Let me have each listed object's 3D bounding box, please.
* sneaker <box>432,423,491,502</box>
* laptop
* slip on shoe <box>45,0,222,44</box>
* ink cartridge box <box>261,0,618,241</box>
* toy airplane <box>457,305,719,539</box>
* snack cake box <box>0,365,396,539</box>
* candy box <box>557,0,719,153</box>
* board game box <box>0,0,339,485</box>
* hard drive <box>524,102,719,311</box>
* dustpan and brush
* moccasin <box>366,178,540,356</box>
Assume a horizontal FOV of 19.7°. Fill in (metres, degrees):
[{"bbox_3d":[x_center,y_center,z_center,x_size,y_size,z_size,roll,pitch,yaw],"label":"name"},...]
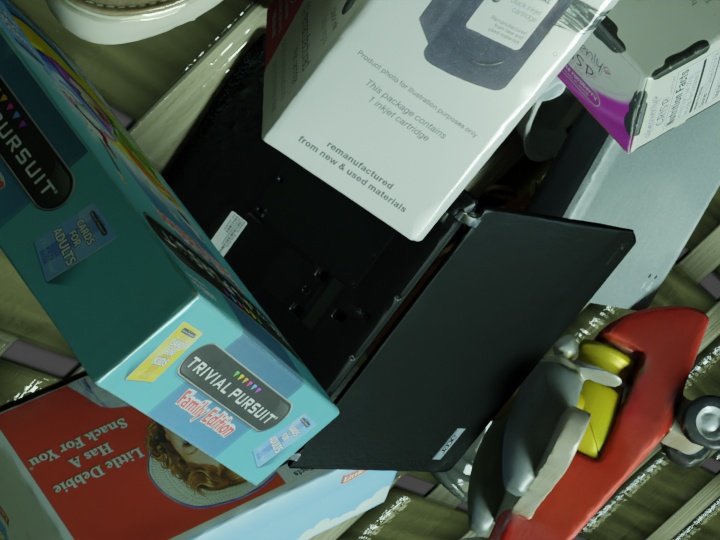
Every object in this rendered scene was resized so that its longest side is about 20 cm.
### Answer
[{"bbox_3d":[0.120,0.112,1.424,0.091,0.076,0.200,-54,153,17],"label":"sneaker"},{"bbox_3d":[0.000,0.000,1.014,0.178,0.200,0.103,-53,178,27],"label":"laptop"},{"bbox_3d":[-0.038,-0.162,0.771,0.199,0.076,0.061,-35,160,-16],"label":"slip on shoe"},{"bbox_3d":[0.049,-0.134,0.844,0.084,0.145,0.200,33,112,-17],"label":"ink cartridge box"},{"bbox_3d":[0.095,0.105,1.149,0.200,0.141,0.199,-50,172,33],"label":"toy airplane"},{"bbox_3d":[-0.088,0.101,1.088,0.199,0.115,0.067,-22,150,-31],"label":"snack cake box"},{"bbox_3d":[0.165,-0.159,0.981,0.199,0.137,0.061,-28,152,-20],"label":"candy box"},{"bbox_3d":[-0.101,-0.026,0.765,0.047,0.200,0.151,-40,155,2],"label":"board game box"},{"bbox_3d":[0.162,-0.076,1.108,0.139,0.033,0.201,9,113,-55],"label":"hard drive"},{"bbox_3d":[0.105,-0.105,1.076,0.199,0.057,0.140,-5,138,-50],"label":"dustpan and brush"},{"bbox_3d":[0.085,-0.010,1.200,0.201,0.078,0.074,-40,140,11],"label":"moccasin"}]
